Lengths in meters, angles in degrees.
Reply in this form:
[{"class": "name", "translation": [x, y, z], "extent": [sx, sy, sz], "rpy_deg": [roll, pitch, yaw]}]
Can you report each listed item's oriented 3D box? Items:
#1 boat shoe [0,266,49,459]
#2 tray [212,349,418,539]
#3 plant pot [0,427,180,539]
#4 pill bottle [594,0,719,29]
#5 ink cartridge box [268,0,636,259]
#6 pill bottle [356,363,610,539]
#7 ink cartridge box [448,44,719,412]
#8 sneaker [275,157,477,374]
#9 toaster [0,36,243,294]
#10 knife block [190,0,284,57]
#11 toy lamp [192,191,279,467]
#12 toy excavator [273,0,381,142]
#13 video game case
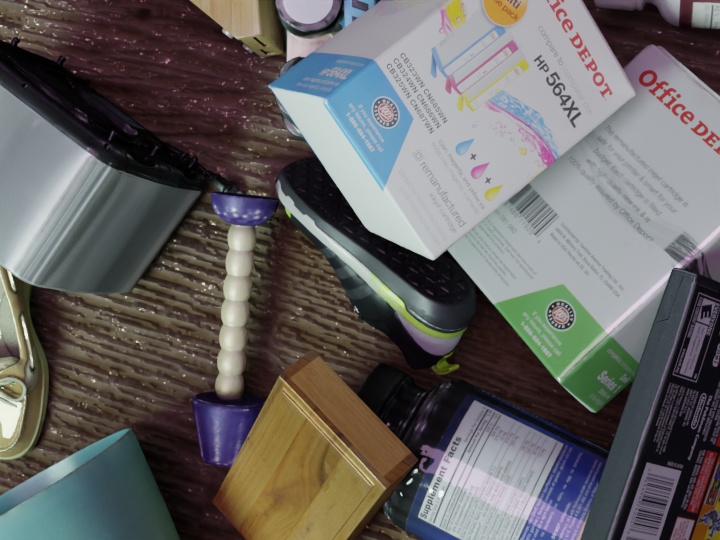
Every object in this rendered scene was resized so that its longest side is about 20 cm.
[{"class": "boat shoe", "translation": [-0.287, 0.049, 1.012], "extent": [0.073, 0.063, 0.202], "rpy_deg": [2, 92, 12]}, {"class": "tray", "translation": [-0.038, 0.147, 0.897], "extent": [0.099, 0.200, 0.037], "rpy_deg": [45, 53, 12]}, {"class": "plant pot", "translation": [-0.211, 0.232, 0.927], "extent": [0.200, 0.201, 0.161], "rpy_deg": [-29, 93, 10]}, {"class": "pill bottle", "translation": [0.262, -0.219, 0.876], "extent": [0.199, 0.114, 0.115], "rpy_deg": [7, 88, 13]}, {"class": "ink cartridge box", "translation": [0.067, -0.126, 0.853], "extent": [0.200, 0.125, 0.129], "rpy_deg": [-39, 111, -8]}, {"class": "pill bottle", "translation": [0.085, 0.144, 0.897], "extent": [0.199, 0.112, 0.112], "rpy_deg": [25, 93, 14]}, {"class": "ink cartridge box", "translation": [0.178, -0.029, 0.876], "extent": [0.200, 0.084, 0.146], "rpy_deg": [-42, 54, 7]}, {"class": "sneaker", "translation": [0.000, 0.000, 0.946], "extent": [0.200, 0.072, 0.083], "rpy_deg": [46, 136, 29]}, {"class": "toaster", "translation": [-0.220, -0.076, 0.951], "extent": [0.200, 0.181, 0.119], "rpy_deg": [36, 98, 14]}, {"class": "knife block", "translation": [-0.096, -0.288, 0.990], "extent": [0.200, 0.064, 0.176], "rpy_deg": [40, 97, 13]}, {"class": "toy lamp", "translation": [-0.092, 0.044, 0.966], "extent": [0.058, 0.058, 0.201], "rpy_deg": [8, 96, 14]}, {"class": "toy excavator", "translation": [0.039, -0.188, 0.949], "extent": [0.199, 0.100, 0.195], "rpy_deg": [0, 86, -1]}, {"class": "video game case", "translation": [0.233, 0.116, 0.844], "extent": [0.025, 0.180, 0.201], "rpy_deg": [19, 91, 54]}]
